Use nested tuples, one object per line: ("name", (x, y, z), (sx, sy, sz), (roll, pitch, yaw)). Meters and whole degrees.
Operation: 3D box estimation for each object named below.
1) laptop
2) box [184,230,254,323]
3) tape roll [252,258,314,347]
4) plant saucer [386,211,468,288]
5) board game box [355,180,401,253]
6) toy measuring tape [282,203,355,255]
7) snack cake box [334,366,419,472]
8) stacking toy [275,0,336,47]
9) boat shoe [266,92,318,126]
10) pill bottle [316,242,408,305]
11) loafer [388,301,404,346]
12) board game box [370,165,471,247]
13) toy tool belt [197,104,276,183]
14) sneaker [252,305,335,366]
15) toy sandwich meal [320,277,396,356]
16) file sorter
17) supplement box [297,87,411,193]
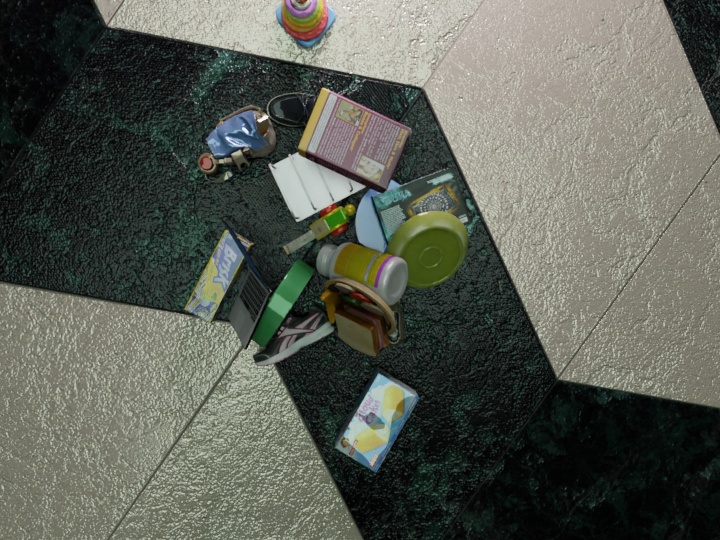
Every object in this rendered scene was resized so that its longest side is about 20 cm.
("laptop", (-0.262, 0.023, 1.266), (0.114, 0.187, 0.203), (23, 96, -26))
("box", (-0.319, 0.012, 1.390), (0.069, 0.064, 0.203), (28, 92, -4))
("tape roll", (-0.173, 0.069, 1.330), (0.048, 0.200, 0.202), (33, 93, -5))
("plant saucer", (0.154, -0.036, 1.367), (0.195, 0.031, 0.204), (-8, 126, -11))
("board game box", (0.084, -0.105, 1.405), (0.197, 0.039, 0.160), (29, 91, -4))
("toy measuring tape", (-0.089, -0.096, 1.402), (0.198, 0.074, 0.074), (-30, 95, 23))
("snack cake box", (0.037, 0.344, 1.424), (0.114, 0.067, 0.203), (30, 92, -4))
("stacking toy", (-0.121, -0.561, 1.286), (0.116, 0.200, 0.110), (43, 92, -5))
("boat shoe", (-0.114, -0.359, 1.371), (0.195, 0.062, 0.077), (6, 95, 0))
("pill bottle", (0.000, 0.000, 1.345), (0.197, 0.104, 0.107), (18, 95, 32))
("loafer", (0.064, 0.078, 1.403), (0.074, 0.070, 0.205), (-16, 94, 0))
("board game box", (0.136, -0.136, 1.371), (0.196, 0.028, 0.138), (-20, 94, -2))
("toy tool belt", (-0.280, -0.278, 1.340), (0.197, 0.123, 0.127), (-31, 94, 1))
("sneaker", (-0.161, 0.149, 1.409), (0.197, 0.080, 0.088), (-27, 83, -8))
("toy sandwich meal", (-0.011, 0.099, 1.323), (0.204, 0.205, 0.071), (37, 66, -4))
("file sorter", (-0.086, -0.214, 1.351), (0.197, 0.125, 0.141), (-27, 95, 0))
("supplement box", (-0.014, -0.258, 1.238), (0.197, 0.103, 0.133), (25, 91, -5))
